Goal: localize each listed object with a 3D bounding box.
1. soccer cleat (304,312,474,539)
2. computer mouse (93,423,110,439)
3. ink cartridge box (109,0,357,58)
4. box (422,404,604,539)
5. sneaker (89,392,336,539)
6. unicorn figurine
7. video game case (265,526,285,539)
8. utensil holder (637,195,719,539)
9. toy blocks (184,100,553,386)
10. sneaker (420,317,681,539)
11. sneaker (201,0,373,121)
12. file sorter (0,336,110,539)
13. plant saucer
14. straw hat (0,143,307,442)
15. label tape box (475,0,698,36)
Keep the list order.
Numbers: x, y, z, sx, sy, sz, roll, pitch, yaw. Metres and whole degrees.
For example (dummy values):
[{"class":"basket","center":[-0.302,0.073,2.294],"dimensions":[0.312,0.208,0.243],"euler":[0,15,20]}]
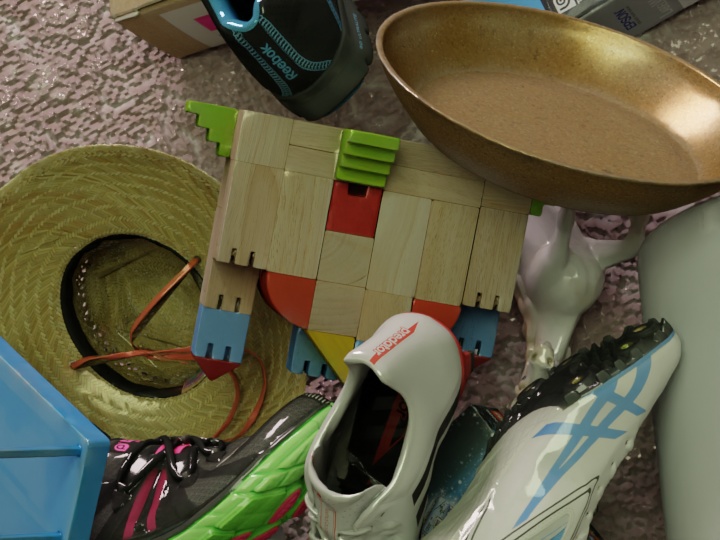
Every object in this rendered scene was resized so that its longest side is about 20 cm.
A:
[{"class":"soccer cleat","center":[0.000,0.115,1.101],"dimensions":[0.069,0.085,0.200],"euler":[25,112,25]},{"class":"computer mouse","center":[-0.131,0.123,1.218],"dimensions":[0.200,0.034,0.059],"euler":[32,108,1]},{"class":"ink cartridge box","center":[-0.046,-0.229,1.309],"dimensions":[0.200,0.075,0.165],"euler":[-14,69,24]},{"class":"box","center":[0.034,0.185,1.164],"dimensions":[0.200,0.038,0.137],"euler":[-44,67,14]},{"class":"sneaker","center":[-0.097,0.112,1.150],"dimensions":[0.200,0.077,0.084],"euler":[-31,74,14]},{"class":"unicorn figurine","center":[0.095,-0.016,1.225],"dimensions":[0.074,0.137,0.200],"euler":[3,42,-25]},{"class":"video game case","center":[-0.107,0.235,1.184],"dimensions":[0.200,0.023,0.183],"euler":[-25,72,18]},{"class":"utensil holder","center":[0.223,0.075,1.125],"dimensions":[0.170,0.170,0.200],"euler":[-9,67,9]},{"class":"toy blocks","center":[0.000,0.000,1.154],"dimensions":[0.200,0.100,0.137],"euler":[10,92,-9]},{"class":"sneaker","center":[0.088,0.106,1.081],"dimensions":[0.072,0.072,0.200],"euler":[44,77,-12]},{"class":"sneaker","center":[-0.052,-0.170,1.189],"dimensions":[0.073,0.082,0.200],"euler":[-38,46,16]},{"class":"file sorter","center":[-0.225,0.146,1.133],"dimensions":[0.139,0.123,0.200],"euler":[34,115,49]},{"class":"plant saucer","center":[0.101,-0.076,1.134],"dimensions":[0.200,0.200,0.035],"euler":[25,118,18]},{"class":"straw hat","center":[-0.115,0.021,1.251],"dimensions":[0.201,0.085,0.201],"euler":[3,105,11]},{"class":"label tape box","center":[0.142,-0.212,1.292],"dimensions":[0.200,0.066,0.143],"euler":[-29,68,15]}]
